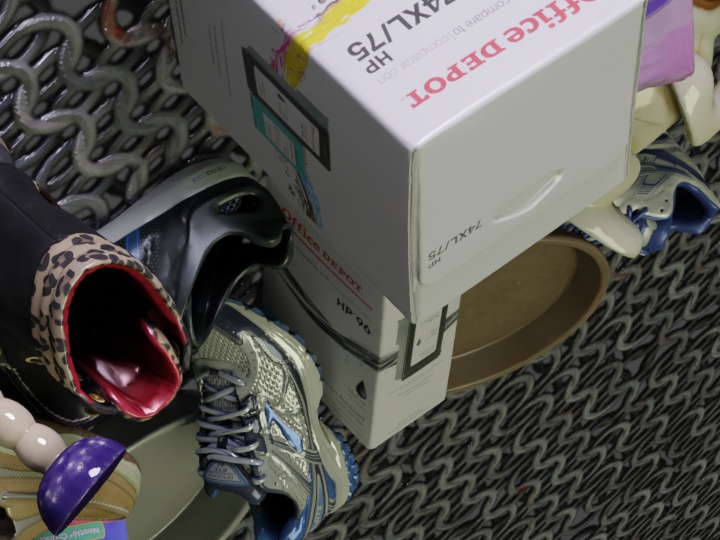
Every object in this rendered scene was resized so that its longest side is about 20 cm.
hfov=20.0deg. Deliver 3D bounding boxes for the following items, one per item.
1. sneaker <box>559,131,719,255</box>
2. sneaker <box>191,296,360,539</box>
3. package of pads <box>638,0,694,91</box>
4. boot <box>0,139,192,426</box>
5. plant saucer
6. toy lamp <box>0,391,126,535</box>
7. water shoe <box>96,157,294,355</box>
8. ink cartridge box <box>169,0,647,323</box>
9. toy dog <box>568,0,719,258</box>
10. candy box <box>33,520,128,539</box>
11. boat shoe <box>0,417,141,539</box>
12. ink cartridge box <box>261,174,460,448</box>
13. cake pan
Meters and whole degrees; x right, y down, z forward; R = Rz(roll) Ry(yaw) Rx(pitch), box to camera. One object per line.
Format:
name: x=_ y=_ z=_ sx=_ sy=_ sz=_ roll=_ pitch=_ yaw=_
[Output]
sneaker: x=0.176 y=-0.050 z=1.430 sx=0.200 sy=0.088 sz=0.075 roll=-17 pitch=144 yaw=-39
sneaker: x=-0.065 y=0.098 z=1.253 sx=0.085 sy=0.077 sz=0.200 roll=-52 pitch=132 yaw=-30
package of pads: x=0.119 y=-0.186 z=1.102 sx=0.120 sy=0.076 sz=0.200 roll=-22 pitch=118 yaw=-35
boot: x=-0.142 y=0.029 z=1.001 sx=0.073 sy=0.151 sz=0.200 roll=-34 pitch=134 yaw=-21
plant saucer: x=0.075 y=0.026 z=1.404 sx=0.200 sy=0.030 sz=0.200 roll=-16 pitch=151 yaw=-9
toy lamp: x=-0.200 y=0.039 z=0.932 sx=0.058 sy=0.200 sz=0.058 roll=-50 pitch=178 yaw=-2
water shoe: x=-0.126 y=0.020 z=1.127 sx=0.200 sy=0.079 sz=0.072 roll=-42 pitch=152 yaw=-5
ink cartridge box: x=0.020 y=-0.111 z=1.014 sx=0.147 sy=0.200 sz=0.146 roll=-34 pitch=151 yaw=-20
toy dog: x=0.155 y=-0.146 z=1.252 sx=0.194 sy=0.140 sz=0.200 roll=31 pitch=108 yaw=-24
candy box: x=-0.218 y=0.235 z=1.246 sx=0.169 sy=0.077 sz=0.200 roll=-9 pitch=144 yaw=-10
boat shoe: x=-0.184 y=0.114 z=1.025 sx=0.072 sy=0.076 sz=0.200 roll=-17 pitch=156 yaw=31
ink cartridge box: x=0.000 y=0.000 z=1.231 sx=0.068 sy=0.116 sz=0.200 roll=-31 pitch=149 yaw=-26
cake pan: x=-0.147 y=0.154 z=1.329 sx=0.200 sy=0.037 sz=0.200 roll=-33 pitch=150 yaw=-22
